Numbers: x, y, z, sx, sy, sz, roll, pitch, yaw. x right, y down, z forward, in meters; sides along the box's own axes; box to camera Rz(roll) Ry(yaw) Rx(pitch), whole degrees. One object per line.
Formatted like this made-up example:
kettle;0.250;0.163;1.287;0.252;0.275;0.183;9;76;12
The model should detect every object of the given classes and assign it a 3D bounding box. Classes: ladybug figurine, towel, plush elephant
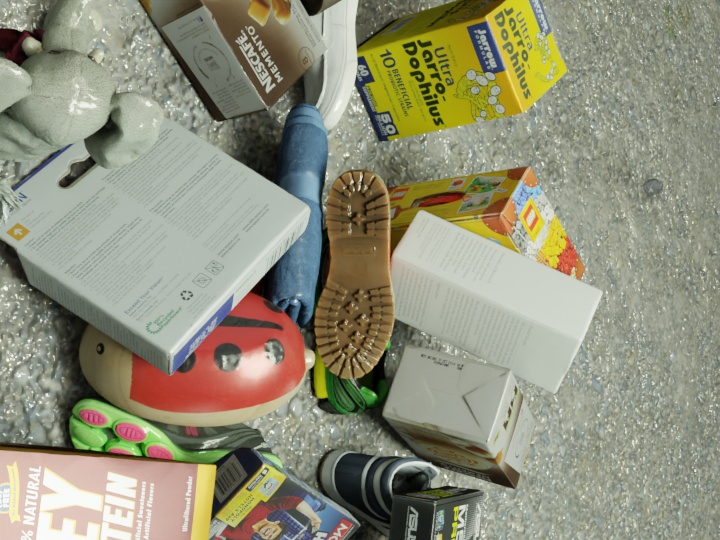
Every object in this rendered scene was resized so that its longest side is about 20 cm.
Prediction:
ladybug figurine;-0.134;0.062;0.879;0.198;0.072;0.136;3;50;-15
towel;-0.060;-0.049;0.995;0.048;0.112;0.202;7;70;-7
plush elephant;-0.238;-0.145;0.779;0.164;0.154;0.202;12;73;-45

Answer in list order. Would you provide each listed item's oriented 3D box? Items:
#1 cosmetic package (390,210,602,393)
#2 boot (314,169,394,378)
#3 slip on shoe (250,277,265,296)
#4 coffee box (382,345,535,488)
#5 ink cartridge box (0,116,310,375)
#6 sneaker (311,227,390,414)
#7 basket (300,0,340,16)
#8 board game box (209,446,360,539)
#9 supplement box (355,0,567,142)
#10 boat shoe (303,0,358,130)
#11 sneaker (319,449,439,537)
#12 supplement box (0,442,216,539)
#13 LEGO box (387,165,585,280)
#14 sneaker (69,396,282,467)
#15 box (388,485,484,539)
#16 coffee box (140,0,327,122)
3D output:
cosmetic package;0.128;0.031;1.045;0.071;0.199;0.102;-57;166;-34
boot;0.000;0.000;1.012;0.107;0.074;0.202;-75;171;-79
slip on shoe;-0.121;0.019;0.969;0.074;0.061;0.202;13;78;-47
coffee box;0.110;0.158;1.100;0.080;0.114;0.200;-70;156;-17
ink cartridge box;-0.176;-0.036;0.872;0.197;0.199;0.043;-49;164;-36
sneaker;-0.003;0.047;1.076;0.078;0.085;0.202;-8;92;-47
basket;-0.007;-0.351;1.017;0.180;0.136;0.200;41;69;12
board game box;-0.107;0.260;0.911;0.200;0.062;0.200;-46;135;0
supplement box;0.101;-0.223;1.126;0.110;0.199;0.109;-44;117;-40
boat shoe;-0.043;-0.246;1.075;0.068;0.072;0.202;12;80;-30
sneaker;0.058;0.246;1.105;0.200;0.108;0.071;34;63;-40
supplement box;-0.242;0.189;0.722;0.196;0.199;0.134;15;76;-45
LEGO box;0.117;-0.021;1.126;0.149;0.199;0.077;56;51;-29
sneaker;-0.164;0.152;0.914;0.199;0.084;0.077;24;113;-31
box;0.067;0.311;0.990;0.160;0.044;0.202;20;75;-65
coffee box;-0.131;-0.255;0.967;0.115;0.079;0.201;-51;122;-36
